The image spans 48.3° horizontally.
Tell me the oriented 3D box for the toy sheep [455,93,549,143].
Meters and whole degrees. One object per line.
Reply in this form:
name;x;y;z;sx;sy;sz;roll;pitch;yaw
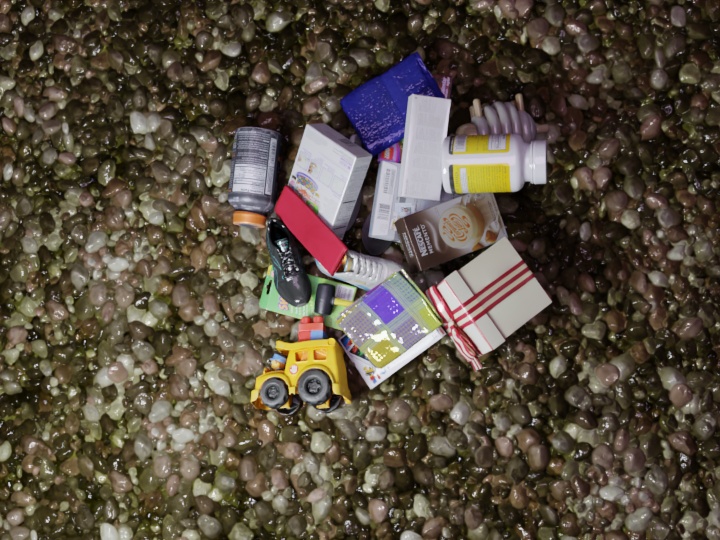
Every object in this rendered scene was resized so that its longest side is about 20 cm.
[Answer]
toy sheep;0.291;-0.285;1.646;0.196;0.138;0.141;-8;85;0

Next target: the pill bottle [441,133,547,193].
pill bottle;0.260;-0.207;1.554;0.196;0.111;0.114;0;86;16

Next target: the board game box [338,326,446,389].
board game box;0.063;0.137;1.661;0.199;0.035;0.127;-38;82;21

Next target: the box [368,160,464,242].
box;0.125;-0.132;1.668;0.196;0.041;0.159;9;87;-10

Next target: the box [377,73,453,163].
box;0.117;-0.319;1.711;0.134;0.039;0.204;8;87;8

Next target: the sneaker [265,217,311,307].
sneaker;-0.159;-0.019;1.682;0.074;0.079;0.203;-21;70;-7

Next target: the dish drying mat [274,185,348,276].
dish drying mat;-0.103;-0.084;1.652;0.200;0.018;0.077;46;124;21

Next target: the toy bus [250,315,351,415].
toy bus;-0.124;0.195;1.667;0.196;0.136;0.196;-7;73;9

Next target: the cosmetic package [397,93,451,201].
cosmetic package;0.127;-0.245;1.617;0.081;0.051;0.204;6;93;-12

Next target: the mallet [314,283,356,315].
mallet;-0.008;0.082;1.651;0.197;0.041;0.067;18;94;23

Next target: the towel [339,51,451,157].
towel;0.072;-0.343;1.677;0.198;0.050;0.149;-30;80;2

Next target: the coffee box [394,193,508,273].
coffee box;0.182;-0.081;1.617;0.197;0.080;0.116;-21;91;-12

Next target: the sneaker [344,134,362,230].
sneaker;-0.053;-0.189;1.715;0.097;0.070;0.204;5;95;23

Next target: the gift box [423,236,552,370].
gift box;0.241;0.075;1.597;0.185;0.200;0.186;-33;78;-17

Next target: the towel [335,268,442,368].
towel;0.055;0.102;1.597;0.199;0.023;0.144;-37;93;33

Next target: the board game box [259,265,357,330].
board game box;-0.112;0.058;1.719;0.196;0.030;0.097;15;87;5

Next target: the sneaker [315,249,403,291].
sneaker;0.000;0.000;1.683;0.196;0.081;0.078;11;86;6

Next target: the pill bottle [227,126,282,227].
pill bottle;-0.227;-0.195;1.711;0.104;0.106;0.204;6;87;7

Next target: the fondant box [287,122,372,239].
fondant box;-0.073;-0.180;1.653;0.144;0.058;0.202;37;120;27

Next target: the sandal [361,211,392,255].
sandal;0.063;-0.127;1.701;0.074;0.045;0.202;31;90;6
